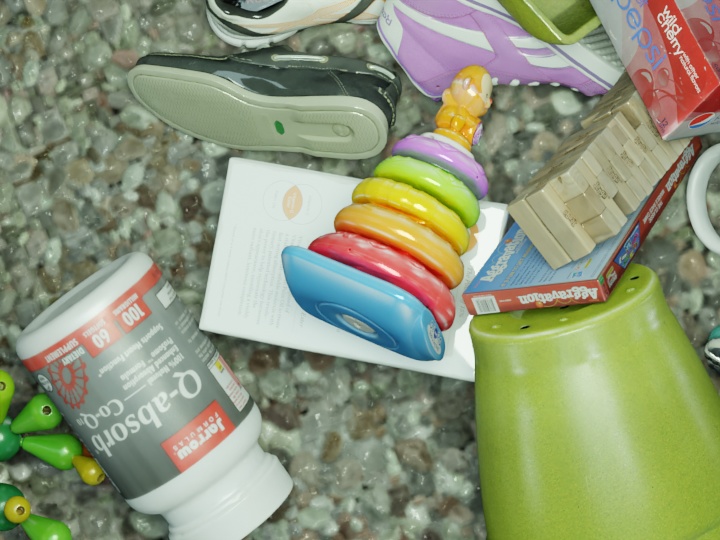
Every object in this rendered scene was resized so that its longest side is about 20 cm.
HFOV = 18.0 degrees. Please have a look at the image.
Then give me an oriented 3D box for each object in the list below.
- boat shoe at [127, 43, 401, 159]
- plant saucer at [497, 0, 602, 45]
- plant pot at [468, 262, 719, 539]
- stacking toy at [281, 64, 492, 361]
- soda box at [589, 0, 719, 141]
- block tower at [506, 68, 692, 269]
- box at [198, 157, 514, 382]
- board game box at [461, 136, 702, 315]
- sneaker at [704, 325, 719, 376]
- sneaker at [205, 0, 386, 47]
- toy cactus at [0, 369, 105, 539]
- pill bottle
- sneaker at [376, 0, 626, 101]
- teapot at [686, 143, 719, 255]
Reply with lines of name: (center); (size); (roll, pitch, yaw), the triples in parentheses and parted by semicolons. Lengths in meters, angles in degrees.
boat shoe: (-0.069, -0.129, 1.641); (0.199, 0.072, 0.068); (9, 53, 13)
plant saucer: (0.121, -0.255, 1.581); (0.200, 0.048, 0.200); (48, 50, 5)
plant pot: (0.158, 0.104, 1.506); (0.199, 0.200, 0.194); (-15, 105, 6)
stacking toy: (0.042, -0.049, 1.511); (0.109, 0.116, 0.201); (22, 74, 20)
soda box: (0.197, -0.188, 1.501); (0.063, 0.070, 0.201); (-9, 65, -37)
block tower: (0.174, -0.081, 1.506); (0.054, 0.200, 0.058); (-26, 107, 45)
box: (0.000, 0.000, 1.604); (0.199, 0.097, 0.125); (11, 89, 7)
board game box: (0.152, -0.034, 1.533); (0.103, 0.200, 0.020); (-6, 119, 33)
sneaker: (0.339, 0.053, 1.588); (0.199, 0.078, 0.080); (2, 69, 2)
sneaker: (-0.017, -0.208, 1.622); (0.199, 0.080, 0.074); (-18, 85, 4)
toy cactus: (-0.276, 0.126, 1.647); (0.165, 0.102, 0.201); (-31, 88, 23)
pill bottle: (-0.141, 0.097, 1.595); (0.116, 0.116, 0.200); (-35, 100, 4)
sneaker: (0.107, -0.155, 1.620); (0.200, 0.073, 0.114); (28, 127, -10)
teapot: (0.322, -0.116, 1.549); (0.199, 0.198, 0.146); (-27, 47, -15)
